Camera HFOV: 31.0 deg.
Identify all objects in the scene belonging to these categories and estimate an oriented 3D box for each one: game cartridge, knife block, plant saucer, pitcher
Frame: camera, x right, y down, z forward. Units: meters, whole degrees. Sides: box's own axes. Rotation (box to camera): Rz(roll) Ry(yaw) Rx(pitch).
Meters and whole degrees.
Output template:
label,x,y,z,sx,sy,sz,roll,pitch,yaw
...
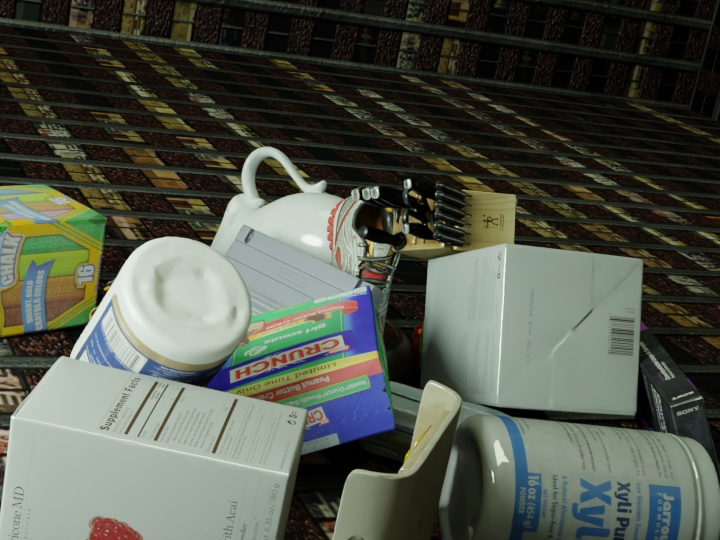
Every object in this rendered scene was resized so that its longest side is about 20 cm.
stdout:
label,x,y,z,sx,sy,sz,roll,pitch,yaw
game cartridge,-0.081,0.042,1.362,0.199,0.130,0.038,25,-4,37
knife block,0.069,-0.048,1.362,0.174,0.065,0.200,5,-8,-6
plant saucer,-0.030,0.073,1.452,0.199,0.032,0.200,10,16,-3
pitcher,-0.078,-0.058,1.531,0.199,0.173,0.121,8,-1,41

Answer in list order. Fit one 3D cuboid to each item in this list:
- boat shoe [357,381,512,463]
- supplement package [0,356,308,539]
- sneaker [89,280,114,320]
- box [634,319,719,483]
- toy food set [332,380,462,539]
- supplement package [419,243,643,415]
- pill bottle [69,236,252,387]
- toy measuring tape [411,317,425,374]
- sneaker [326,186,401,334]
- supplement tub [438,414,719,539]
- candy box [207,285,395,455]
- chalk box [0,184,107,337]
label,x,y,z,sx,sy,sz,roll,pitch,yaw
boat shoe,0.085,0.160,1.199,0.199,0.062,0.072,19,29,26
supplement package,-0.150,0.158,0.957,0.198,0.122,0.120,11,18,1
sneaker,-0.237,0.026,1.396,0.077,0.079,0.200,2,16,0
box,0.298,0.147,1.253,0.036,0.144,0.200,-18,19,0
toy food set,0.018,0.178,0.967,0.060,0.145,0.200,16,18,13
supplement package,0.166,0.063,1.301,0.150,0.153,0.200,6,-6,-18
pill bottle,-0.176,0.070,1.072,0.110,0.200,0.112,17,50,-22
toy measuring tape,0.102,0.056,1.458,0.073,0.074,0.201,14,46,8
sneaker,0.000,0.000,1.384,0.077,0.201,0.082,12,-26,-25
supplement tub,0.174,0.189,1.052,0.198,0.133,0.132,6,18,-13
candy box,-0.059,0.096,1.185,0.168,0.078,0.200,-15,19,2
chalk box,-0.380,-0.009,1.328,0.123,0.125,0.199,25,23,38
